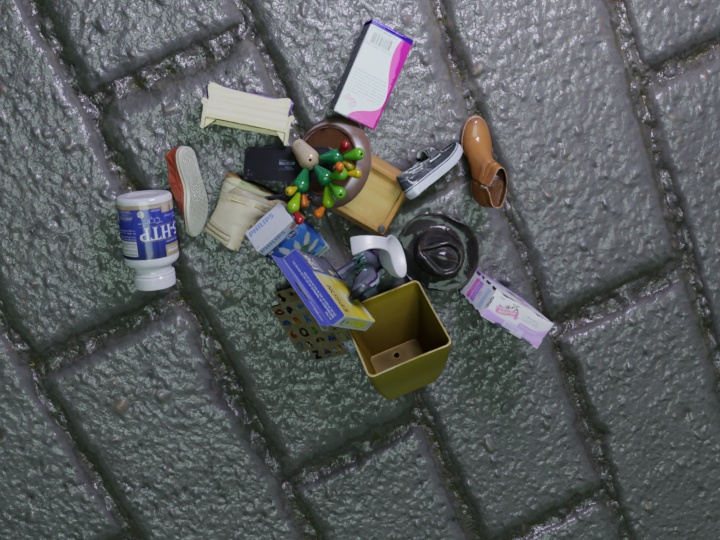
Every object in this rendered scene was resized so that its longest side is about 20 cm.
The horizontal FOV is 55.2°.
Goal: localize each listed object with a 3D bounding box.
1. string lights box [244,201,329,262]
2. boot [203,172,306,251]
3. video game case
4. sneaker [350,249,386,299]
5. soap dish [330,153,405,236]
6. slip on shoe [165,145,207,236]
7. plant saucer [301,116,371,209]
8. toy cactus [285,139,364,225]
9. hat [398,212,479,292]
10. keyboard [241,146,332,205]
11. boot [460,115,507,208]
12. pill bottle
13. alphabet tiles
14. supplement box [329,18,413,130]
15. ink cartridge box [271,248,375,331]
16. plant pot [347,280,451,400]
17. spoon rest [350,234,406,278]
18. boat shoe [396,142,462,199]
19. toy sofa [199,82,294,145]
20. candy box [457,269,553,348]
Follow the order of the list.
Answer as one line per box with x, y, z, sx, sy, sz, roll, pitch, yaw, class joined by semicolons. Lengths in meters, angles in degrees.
-0.157;-0.066;1.507;0.102;0.200;0.059;-41;66;6;string lights box
-0.237;-0.110;1.542;0.198;0.073;0.157;25;100;-12;boot
-0.013;0.088;1.660;0.142;0.019;0.201;-32;108;1;video game case
0.000;0.000;1.546;0.074;0.200;0.088;-32;96;18;sneaker
0.008;-0.182;1.554;0.198;0.081;0.159;29;100;-14;soap dish
-0.384;-0.173;1.514;0.060;0.074;0.203;4;115;26;slip on shoe
-0.069;-0.236;1.491;0.197;0.032;0.204;-2;85;26;plant saucer
-0.092;-0.205;1.416;0.200;0.102;0.165;-44;68;9;toy cactus
0.179;-0.034;1.602;0.197;0.081;0.204;1;102;7;hat
-0.157;-0.203;1.475;0.197;0.021;0.129;2;81;10;keyboard
0.284;-0.241;1.539;0.073;0.155;0.203;-11;107;-4;boot
-0.458;-0.066;1.498;0.118;0.120;0.203;-5;107;-7;pill bottle
-0.116;0.123;1.612;0.165;0.006;0.202;-17;111;34;alphabet tiles
0.020;-0.418;1.479;0.100;0.103;0.202;23;100;-15;supplement box
-0.077;0.041;1.488;0.047;0.199;0.198;-43;66;12;ink cartridge box
0.088;0.181;1.601;0.197;0.201;0.178;-21;140;-6;plant pot
0.055;-0.040;1.531;0.060;0.199;0.101;-18;71;30;spoon rest
0.156;-0.240;1.530;0.200;0.072;0.071;-44;104;-33;boat shoe
-0.241;-0.334;1.474;0.197;0.083;0.099;9;99;-11;toy sofa
0.334;0.083;1.614;0.166;0.200;0.072;31;99;-14;candy box
